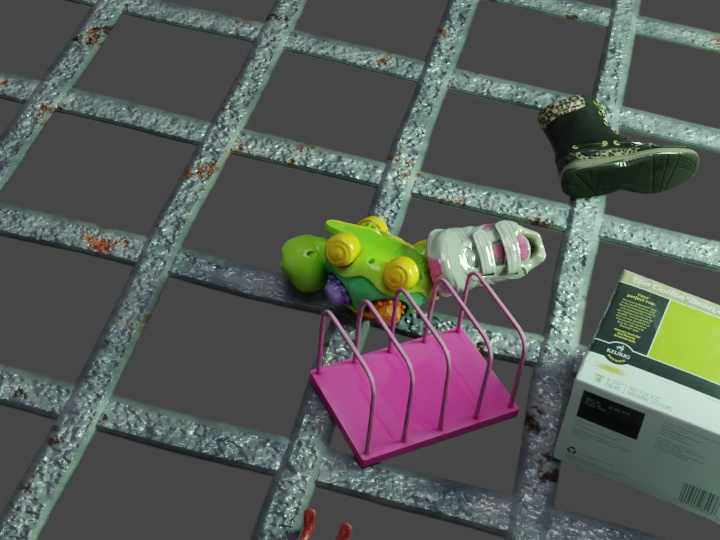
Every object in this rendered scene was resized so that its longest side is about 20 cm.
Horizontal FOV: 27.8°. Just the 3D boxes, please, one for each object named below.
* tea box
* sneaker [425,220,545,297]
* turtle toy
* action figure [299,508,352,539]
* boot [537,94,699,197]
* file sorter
[{"bbox_3d":[0.342,0.135,1.595,0.198,0.134,0.197,22,45,14],"label":"tea box"},{"bbox_3d":[0.149,-0.022,1.711,0.088,0.082,0.199,-13,2,37],"label":"sneaker"},{"bbox_3d":[0.000,0.000,1.708,0.199,0.102,0.146,22,18,14],"label":"turtle toy"},{"bbox_3d":[-0.073,0.317,1.406,0.065,0.052,0.201,22,47,10],"label":"action figure"},{"bbox_3d":[0.344,-0.172,1.970,0.198,0.074,0.151,-9,45,-10],"label":"boot"},{"bbox_3d":[0.065,0.098,1.599,0.198,0.126,0.139,-15,47,-23],"label":"file sorter"}]
